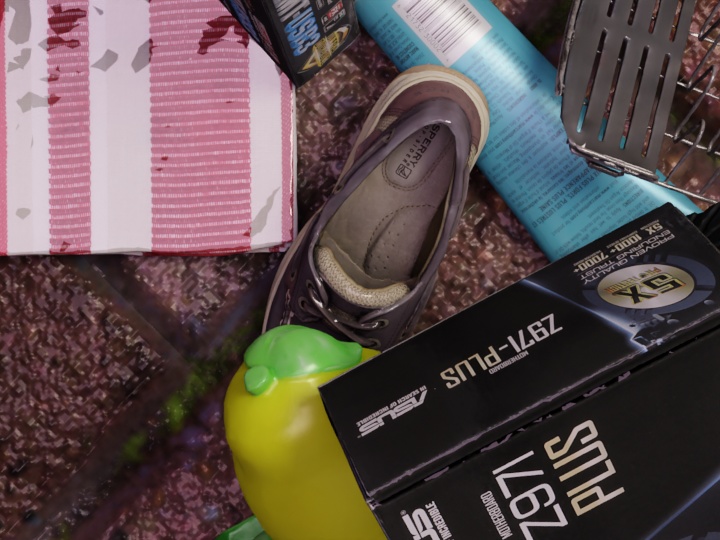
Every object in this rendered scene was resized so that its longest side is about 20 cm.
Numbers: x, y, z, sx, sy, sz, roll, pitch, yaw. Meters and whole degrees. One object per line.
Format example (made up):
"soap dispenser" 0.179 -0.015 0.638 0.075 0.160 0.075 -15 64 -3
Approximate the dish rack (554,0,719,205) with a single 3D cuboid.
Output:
"dish rack" 0.191 -0.089 0.850 0.200 0.055 0.153 19 66 -5

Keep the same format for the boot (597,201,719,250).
"boot" 0.187 0.042 0.845 0.162 0.073 0.198 41 138 -24

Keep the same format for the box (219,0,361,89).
"box" -0.084 -0.183 0.826 0.050 0.200 0.199 -43 82 -2

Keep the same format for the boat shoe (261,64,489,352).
"boat shoe" 0.000 0.000 0.887 0.072 0.065 0.200 28 110 0

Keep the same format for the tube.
"tube" 0.079 -0.068 0.903 0.077 0.050 0.200 -40 92 25

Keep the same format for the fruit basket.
"fruit basket" 0.004 0.099 0.860 0.215 0.156 0.216 -1 106 -2

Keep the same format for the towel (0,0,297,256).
"towel" -0.130 -0.078 0.935 0.200 0.023 0.144 -1 91 4

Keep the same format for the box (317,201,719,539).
"box" 0.101 0.102 0.764 0.164 0.086 0.200 -27 120 -1
